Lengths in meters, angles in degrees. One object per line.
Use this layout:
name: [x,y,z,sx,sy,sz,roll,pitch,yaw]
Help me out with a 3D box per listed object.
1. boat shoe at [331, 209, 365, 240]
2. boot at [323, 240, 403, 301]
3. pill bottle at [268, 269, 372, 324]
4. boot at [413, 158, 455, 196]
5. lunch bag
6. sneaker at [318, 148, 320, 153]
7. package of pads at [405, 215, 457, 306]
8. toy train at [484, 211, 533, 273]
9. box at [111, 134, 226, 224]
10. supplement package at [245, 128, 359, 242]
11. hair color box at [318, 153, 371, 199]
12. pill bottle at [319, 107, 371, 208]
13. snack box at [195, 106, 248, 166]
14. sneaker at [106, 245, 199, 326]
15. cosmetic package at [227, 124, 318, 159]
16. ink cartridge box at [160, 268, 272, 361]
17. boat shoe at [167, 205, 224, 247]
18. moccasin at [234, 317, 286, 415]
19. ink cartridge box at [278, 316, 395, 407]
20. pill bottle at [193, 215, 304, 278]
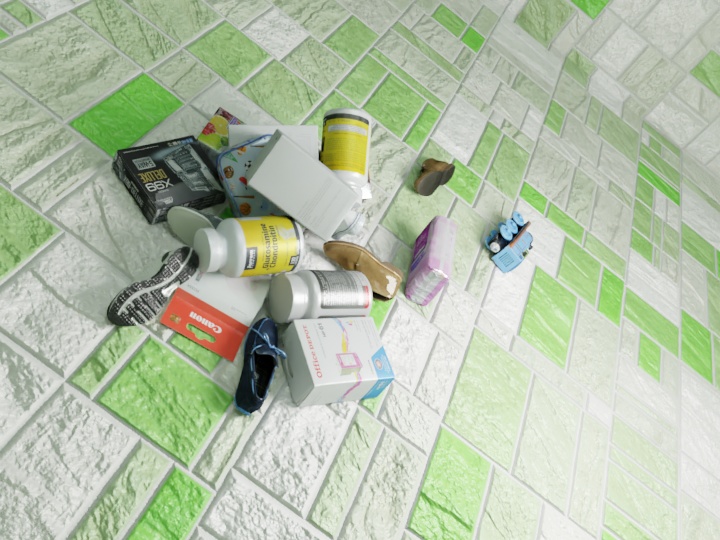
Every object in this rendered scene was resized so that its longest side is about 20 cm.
boat shoe: [-0.045,-0.118,1.616,0.066,0.199,0.074,37,76,-14]
boot: [0.000,0.000,1.628,0.197,0.074,0.077,27,61,-10]
pill bottle: [-0.082,0.056,1.483,0.197,0.114,0.116,2,53,-39]
boot: [0.187,-0.262,2.014,0.075,0.075,0.199,31,34,19]
lunch bag: [-0.206,-0.177,1.535,0.158,0.075,0.204,-25,102,-16]
sneaker: [-0.064,-0.236,1.775,0.198,0.089,0.075,34,40,-10]
package of pads: [0.171,-0.026,1.745,0.075,0.121,0.202,28,43,-12]
toy train: [0.419,-0.081,2.012,0.115,0.086,0.200,51,39,-1]
box: [-0.392,-0.193,1.516,0.198,0.050,0.159,-23,71,-47]
supplement package: [-0.118,-0.172,1.455,0.199,0.118,0.118,37,8,-18]
hair color box: [-0.076,-0.215,1.701,0.196,0.064,0.114,-8,93,-28]
pill bottle: [-0.036,-0.247,1.623,0.112,0.114,0.205,9,80,-30]
snack box: [-0.272,-0.271,1.672,0.198,0.053,0.144,32,43,-12]
sneaker: [-0.382,0.033,1.327,0.200,0.079,0.075,-44,115,-35]
cosmetic package: [-0.190,-0.239,1.595,0.195,0.052,0.155,-1,94,-10]
ink cartridge box: [-0.272,0.053,1.399,0.161,0.057,0.202,30,38,-12]
boat shoe: [-0.300,-0.077,1.481,0.197,0.073,0.062,29,28,-18]
moccasin: [-0.175,0.172,1.346,0.080,0.068,0.203,30,45,-30]
ink cartridge box: [-0.049,0.176,1.433,0.196,0.085,0.147,-1,56,-36]
pill bottle: [-0.216,-0.046,1.405,0.197,0.112,0.114,-7,59,-36]
